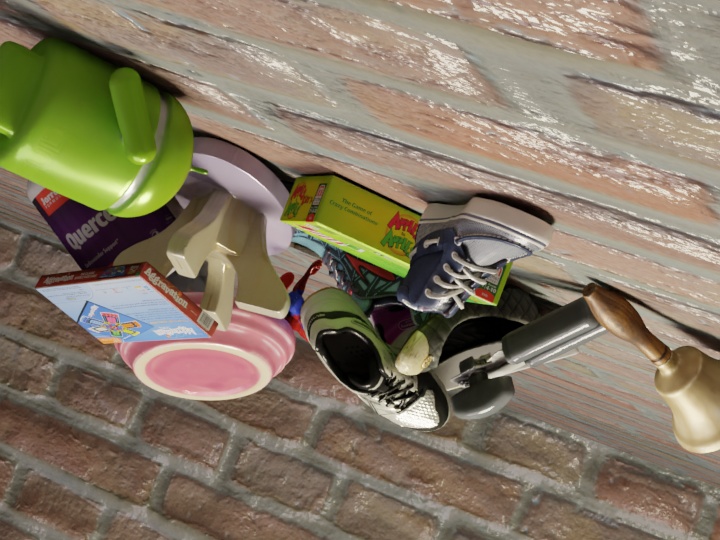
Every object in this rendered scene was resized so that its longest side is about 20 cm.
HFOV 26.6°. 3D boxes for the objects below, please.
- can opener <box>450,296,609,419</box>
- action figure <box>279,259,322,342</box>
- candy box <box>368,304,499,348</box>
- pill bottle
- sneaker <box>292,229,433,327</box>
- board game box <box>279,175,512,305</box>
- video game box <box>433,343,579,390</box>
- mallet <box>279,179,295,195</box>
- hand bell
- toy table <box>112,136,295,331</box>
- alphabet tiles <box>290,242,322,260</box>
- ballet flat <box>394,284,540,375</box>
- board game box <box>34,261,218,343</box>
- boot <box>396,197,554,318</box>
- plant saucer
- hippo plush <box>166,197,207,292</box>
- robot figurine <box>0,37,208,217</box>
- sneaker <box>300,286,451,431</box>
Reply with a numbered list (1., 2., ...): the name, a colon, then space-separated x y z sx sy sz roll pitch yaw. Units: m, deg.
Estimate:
1. can opener: 0.168 0.086 1.489 0.052 0.067 0.200 8 147 -43
2. action figure: -0.044 0.026 1.648 0.065 0.099 0.200 39 171 7
3. candy box: 0.061 0.057 1.695 0.135 0.062 0.200 -17 -178 -11
4. pill bottle: -0.271 -0.067 1.593 0.201 0.112 0.112 53 171 -3
5. sneaker: 0.000 0.000 1.563 0.199 0.096 0.079 21 174 17
6. board game box: 0.034 -0.028 1.439 0.199 0.048 0.101 24 174 -21
7. video game box: 0.123 0.096 1.682 0.198 0.047 0.182 -15 -178 -7
8. mallet: -0.147 -0.101 1.529 0.199 0.041 0.066 11 166 36
9. hand bell: 0.274 0.075 1.416 0.200 0.105 0.104 39 166 -27
10. toy table: -0.142 -0.029 1.494 0.182 0.118 0.200 9 156 26
11. alphabet tiles: -0.083 -0.034 1.696 0.199 0.008 0.167 23 -179 20
12. ballet flat: 0.112 0.062 1.531 0.199 0.067 0.057 -21 -123 -40
13. board game box: -0.237 0.035 1.529 0.199 0.020 0.103 -5 138 49
14. boot: 0.091 -0.004 1.249 0.072 0.091 0.200 23 174 -15
15. plant saucer: -0.170 0.089 1.657 0.198 0.051 0.201 0 152 0
16. hippo plush: -0.223 0.014 1.738 0.158 0.162 0.200 -20 155 16
17. robot figurine: -0.226 -0.117 1.266 0.199 0.117 0.175 25 168 -28
18. sneaker: 0.014 0.107 1.522 0.200 0.076 0.088 41 -165 -20
